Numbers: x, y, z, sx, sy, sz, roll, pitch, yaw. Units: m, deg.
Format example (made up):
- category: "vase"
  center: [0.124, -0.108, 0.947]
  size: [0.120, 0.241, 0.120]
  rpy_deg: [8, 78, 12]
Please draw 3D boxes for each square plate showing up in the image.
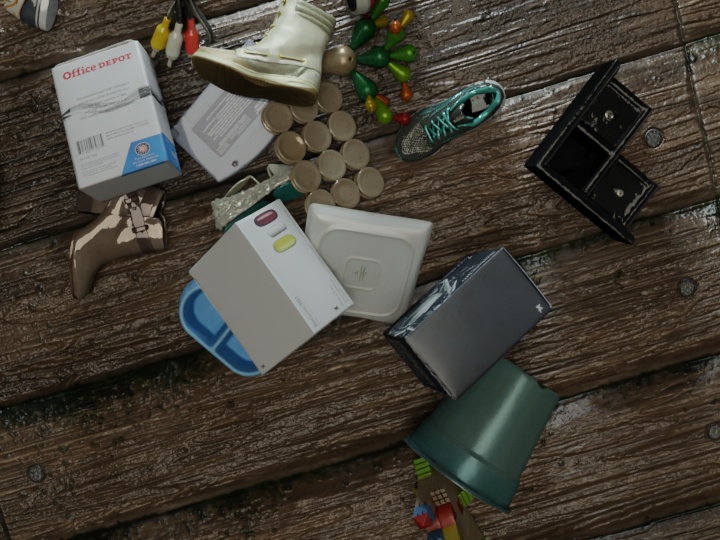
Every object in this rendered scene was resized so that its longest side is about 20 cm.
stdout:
- category: "square plate"
  center: [0.000, 0.000, 1.295]
  size: [0.194, 0.029, 0.203]
  rpy_deg: [8, 123, -8]

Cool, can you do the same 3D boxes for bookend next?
- category: "bookend"
  center: [0.399, -0.182, 1.288]
  size: [0.199, 0.092, 0.200]
  rpy_deg: [38, 96, -5]

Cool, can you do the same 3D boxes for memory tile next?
- category: "memory tile"
  center: [-0.059, -0.187, 1.288]
  size: [0.152, 0.017, 0.203]
  rpy_deg: [-28, 94, -29]

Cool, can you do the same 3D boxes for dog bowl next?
- category: "dog bowl"
  center: [-0.214, 0.094, 1.348]
  size: [0.199, 0.050, 0.112]
  rpy_deg: [41, 96, -5]

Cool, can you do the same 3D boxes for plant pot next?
- category: "plant pot"
  center: [0.205, 0.243, 1.304]
  size: [0.199, 0.200, 0.198]
  rpy_deg: [34, 88, -4]

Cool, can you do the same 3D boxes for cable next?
- category: "cable"
  center: [-0.267, -0.396, 1.240]
  size: [0.095, 0.051, 0.201]
  rpy_deg: [7, 141, -10]

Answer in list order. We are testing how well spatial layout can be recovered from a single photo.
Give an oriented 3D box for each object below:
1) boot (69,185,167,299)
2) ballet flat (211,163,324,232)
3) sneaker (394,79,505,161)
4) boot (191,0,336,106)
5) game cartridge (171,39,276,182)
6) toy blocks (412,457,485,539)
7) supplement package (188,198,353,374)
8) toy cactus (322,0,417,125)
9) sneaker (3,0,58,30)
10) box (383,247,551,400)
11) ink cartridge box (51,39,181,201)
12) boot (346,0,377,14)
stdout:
- category: "boot"
  center: [-0.386, -0.048, 1.321]
  size: [0.143, 0.070, 0.204]
  rpy_deg: [5, 98, -3]
- category: "ballet flat"
  center: [-0.152, -0.132, 1.308]
  size: [0.198, 0.072, 0.073]
  rpy_deg: [-29, 97, -3]
- category: "sneaker"
  center: [0.140, -0.239, 1.282]
  size: [0.198, 0.091, 0.078]
  rpy_deg: [-33, 95, 4]
- category: "boot"
  center: [-0.144, -0.344, 1.248]
  size: [0.196, 0.072, 0.157]
  rpy_deg: [14, 72, 1]
- category: "game cartridge"
  center: [-0.194, -0.247, 1.311]
  size: [0.133, 0.041, 0.200]
  rpy_deg: [43, 96, -2]
- category: "toy blocks"
  center: [0.144, 0.420, 1.334]
  size: [0.099, 0.137, 0.202]
  rpy_deg: [-23, 104, 16]
- category: "supplement package"
  center: [-0.138, 0.026, 1.263]
  size: [0.201, 0.111, 0.155]
  rpy_deg: [53, 131, 1]
- category: "toy cactus"
  center: [0.008, -0.326, 1.279]
  size: [0.162, 0.102, 0.204]
  rpy_deg: [-2, 106, 10]
- category: "sneaker"
  center: [-0.495, -0.481, 1.259]
  size: [0.078, 0.078, 0.203]
  rpy_deg: [17, 99, -8]
- category: "box"
  center: [0.156, 0.079, 1.252]
  size: [0.200, 0.197, 0.124]
  rpy_deg: [-42, 95, -8]
- category: "ink cartridge box"
  center: [-0.374, -0.229, 1.263]
  size: [0.142, 0.084, 0.204]
  rpy_deg: [-16, 80, 2]
- category: "boot"
  center: [0.043, -0.435, 1.206]
  size: [0.141, 0.201, 0.074]
  rpy_deg: [-10, 119, 1]
